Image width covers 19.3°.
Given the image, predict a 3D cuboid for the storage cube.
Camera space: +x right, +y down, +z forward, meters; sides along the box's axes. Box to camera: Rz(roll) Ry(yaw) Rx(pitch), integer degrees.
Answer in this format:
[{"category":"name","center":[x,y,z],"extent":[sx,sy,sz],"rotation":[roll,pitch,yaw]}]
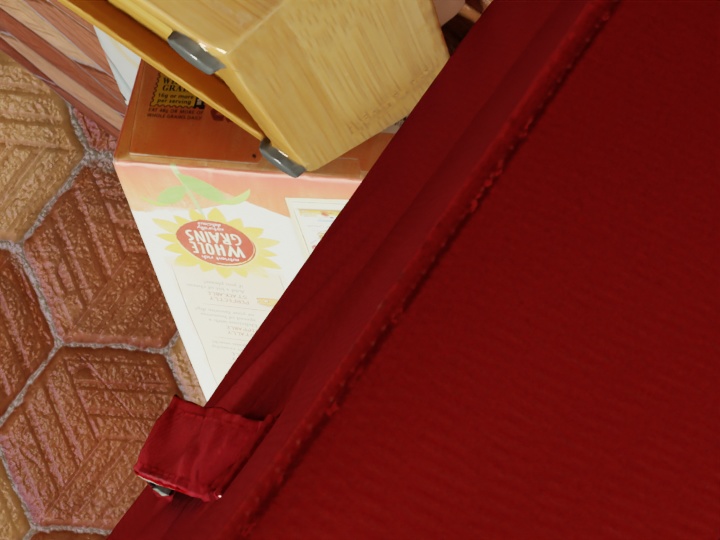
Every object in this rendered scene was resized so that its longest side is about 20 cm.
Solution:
[{"category":"storage cube","center":[0.071,0.044,0.415],"extent":[0.200,0.180,0.171],"rotation":[36,169,-6]}]

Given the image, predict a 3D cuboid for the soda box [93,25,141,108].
[{"category":"soda box","center":[-0.050,-0.074,0.829],"extent":[0.068,0.064,0.200],"rotation":[35,164,18]}]

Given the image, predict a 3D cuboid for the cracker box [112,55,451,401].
[{"category":"cracker box","center":[0.000,0.000,0.771],"extent":[0.134,0.058,0.200],"rotation":[5,148,11]}]

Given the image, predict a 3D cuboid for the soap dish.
[{"category":"soap dish","center":[-0.069,-0.116,0.621],"extent":[0.200,0.081,0.157],"rotation":[35,176,13]}]
